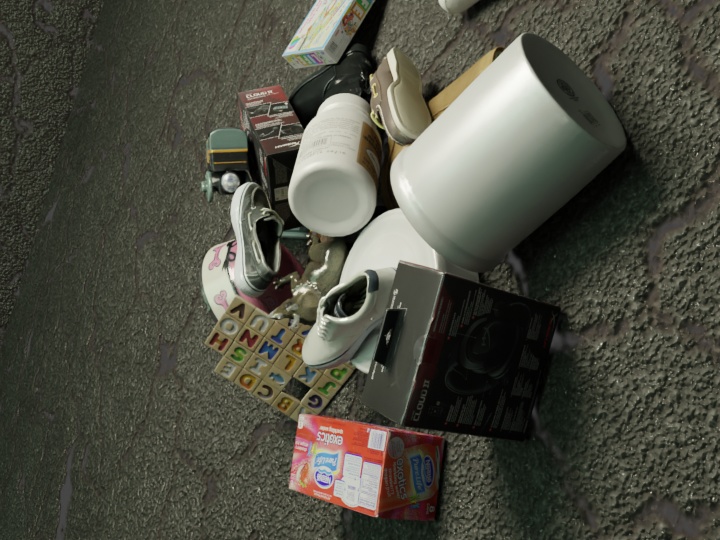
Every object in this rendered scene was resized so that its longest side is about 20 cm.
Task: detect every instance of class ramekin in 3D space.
[{"bbox_3d":[0.062,0.034,0.996,0.201,0.093,0.206,-25,57,48],"label":"ramekin"}]

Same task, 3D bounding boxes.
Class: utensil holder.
[{"bbox_3d":[0.156,-0.125,0.861,0.200,0.168,0.172,-44,45,34],"label":"utensil holder"}]

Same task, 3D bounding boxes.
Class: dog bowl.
[{"bbox_3d":[-0.147,0.032,1.216,0.073,0.199,0.203,-31,52,26],"label":"dog bowl"}]

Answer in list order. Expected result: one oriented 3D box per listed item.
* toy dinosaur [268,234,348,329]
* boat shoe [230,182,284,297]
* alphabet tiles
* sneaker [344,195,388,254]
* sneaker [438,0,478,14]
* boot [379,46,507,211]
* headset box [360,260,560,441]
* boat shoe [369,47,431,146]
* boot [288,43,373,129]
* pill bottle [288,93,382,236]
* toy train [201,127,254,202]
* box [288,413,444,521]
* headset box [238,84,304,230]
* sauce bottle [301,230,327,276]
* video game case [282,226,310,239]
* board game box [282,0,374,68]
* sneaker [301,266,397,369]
[{"bbox_3d":[-0.053,0.001,1.077,0.102,0.077,0.201,10,60,51],"label":"toy dinosaur"},{"bbox_3d":[-0.139,-0.054,1.155,0.070,0.072,0.202,-31,48,28],"label":"boat shoe"},{"bbox_3d":[-0.116,0.122,1.143,0.168,0.198,0.008,-52,11,29],"label":"alphabet tiles"},{"bbox_3d":[0.000,0.000,1.117,0.201,0.074,0.115,-57,39,33],"label":"sneaker"},{"bbox_3d":[0.172,-0.385,1.013,0.199,0.077,0.101,-38,52,42],"label":"sneaker"},{"bbox_3d":[0.111,-0.168,1.028,0.199,0.065,0.178,-23,60,48],"label":"boot"},{"bbox_3d":[0.098,0.084,0.822,0.077,0.198,0.151,17,92,54],"label":"headset box"},{"bbox_3d":[0.045,-0.216,1.042,0.059,0.071,0.202,-40,32,28],"label":"boat shoe"},{"bbox_3d":[-0.044,-0.246,1.242,0.197,0.073,0.164,-36,39,29],"label":"boot"},{"bbox_3d":[-0.028,-0.149,1.077,0.114,0.113,0.202,-46,23,35],"label":"pill bottle"},{"bbox_3d":[-0.215,-0.171,1.293,0.200,0.084,0.116,-145,53,-75],"label":"toy train"},{"bbox_3d":[0.003,0.241,1.001,0.199,0.094,0.101,-5,73,54],"label":"box"},{"bbox_3d":[-0.135,-0.185,1.275,0.201,0.076,0.150,-116,19,-44],"label":"headset box"},{"bbox_3d":[-0.042,-0.064,1.202,0.066,0.065,0.203,33,103,54],"label":"sauce bottle"},{"bbox_3d":[-0.093,-0.145,1.342,0.199,0.023,0.185,6,82,55],"label":"video game case"},{"bbox_3d":[-0.035,-0.421,1.297,0.134,0.034,0.202,14,71,55],"label":"board game box"},{"bbox_3d":[-0.023,0.053,0.965,0.200,0.070,0.074,-45,45,37],"label":"sneaker"}]
